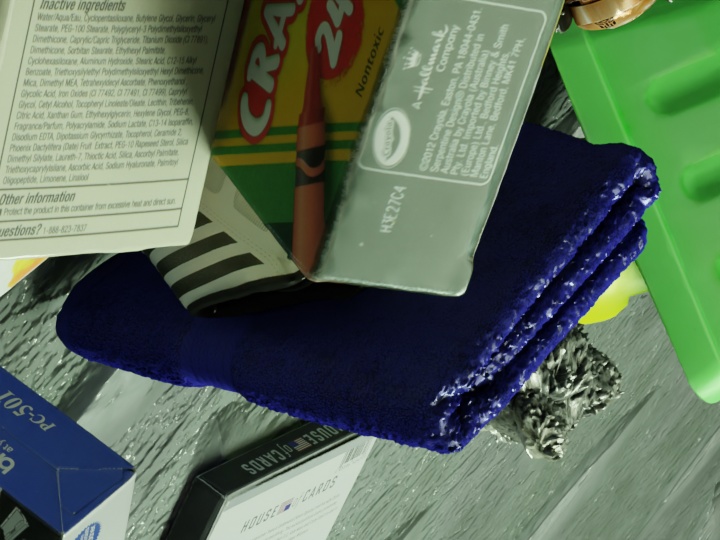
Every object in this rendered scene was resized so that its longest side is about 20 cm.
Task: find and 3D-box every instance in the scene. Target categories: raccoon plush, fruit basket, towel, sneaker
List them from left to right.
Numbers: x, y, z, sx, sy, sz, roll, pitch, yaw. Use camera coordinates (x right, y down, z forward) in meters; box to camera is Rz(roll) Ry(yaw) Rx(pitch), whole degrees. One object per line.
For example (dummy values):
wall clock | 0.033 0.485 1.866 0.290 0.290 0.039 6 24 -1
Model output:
sneaker | -0.004 -0.060 1.005 0.201 0.115 0.076 -46 152 26
towel | 0.000 0.000 1.069 0.148 0.200 0.050 -50 130 -27
raccoon plush | 0.059 0.001 1.304 0.097 0.134 0.200 -45 159 -24
fruit basket | 0.142 -0.033 1.429 0.155 0.215 0.216 -21 142 -58

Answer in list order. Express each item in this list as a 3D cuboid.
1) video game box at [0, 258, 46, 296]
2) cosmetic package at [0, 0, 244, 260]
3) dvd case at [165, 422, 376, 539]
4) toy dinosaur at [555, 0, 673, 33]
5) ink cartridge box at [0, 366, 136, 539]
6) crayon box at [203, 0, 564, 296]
video game box | -0.133 -0.051 0.892 0.200 0.047 0.182 -42 158 -34
cosmetic package | -0.081 -0.108 0.784 0.103 0.073 0.201 -4 111 -54
dvd case | -0.071 0.166 1.442 0.150 0.025 0.200 -22 142 -58
toy dinosaur | 0.089 -0.124 1.140 0.136 0.199 0.102 -60 151 -62
ink cartridge box | -0.141 0.121 1.086 0.044 0.094 0.200 -40 156 -37
crayon box | -0.013 -0.095 0.834 0.051 0.200 0.127 6 114 -28
